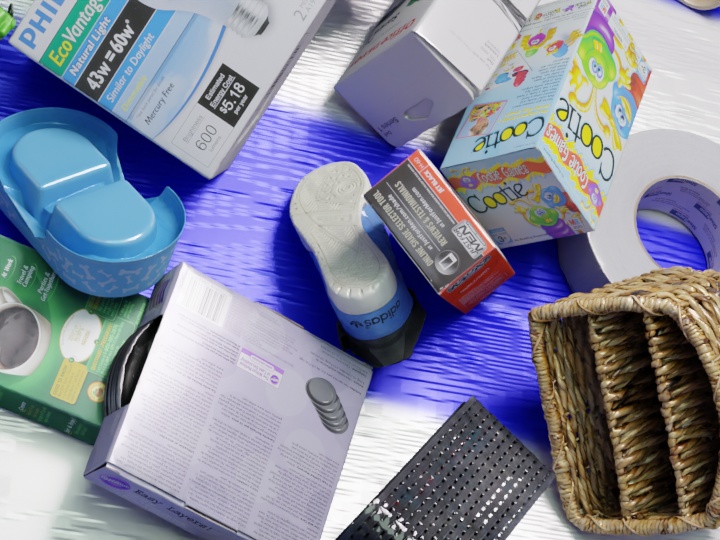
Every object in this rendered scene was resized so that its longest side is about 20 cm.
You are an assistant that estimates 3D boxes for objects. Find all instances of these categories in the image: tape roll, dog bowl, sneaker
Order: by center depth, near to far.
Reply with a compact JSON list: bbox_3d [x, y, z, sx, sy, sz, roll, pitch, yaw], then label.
[{"bbox_3d":[-0.220,-0.053,1.494,0.111,0.050,0.200,-23,51,-32],"label":"dog bowl"},{"bbox_3d":[-0.001,0.001,1.576,0.076,0.112,0.200,-22,37,-1],"label":"sneaker"},{"bbox_3d":[0.278,-0.023,1.681,0.199,0.066,0.202,7,64,-15],"label":"tape roll"}]

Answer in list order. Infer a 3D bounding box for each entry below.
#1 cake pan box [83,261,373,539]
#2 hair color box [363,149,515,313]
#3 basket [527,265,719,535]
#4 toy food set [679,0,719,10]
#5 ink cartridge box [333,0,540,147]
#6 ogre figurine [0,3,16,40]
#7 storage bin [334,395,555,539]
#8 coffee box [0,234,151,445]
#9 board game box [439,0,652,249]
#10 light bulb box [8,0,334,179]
[{"bbox_3d":[-0.101,0.116,1.465,0.199,0.052,0.185,29,56,-22],"label":"cake pan box"},{"bbox_3d":[0.067,-0.028,1.534,0.061,0.200,0.102,-38,81,4],"label":"hair color box"},{"bbox_3d":[0.243,0.111,1.523,0.148,0.143,0.201,-15,102,-25],"label":"basket"},{"bbox_3d":[0.298,-0.360,1.854,0.199,0.060,0.144,32,60,-3],"label":"toy food set"},{"bbox_3d":[0.082,-0.222,1.656,0.084,0.146,0.200,41,58,-13],"label":"ink cartridge box"},{"bbox_3d":[-0.376,-0.225,1.521,0.199,0.120,0.099,17,57,-12],"label":"ogre figurine"},{"bbox_3d":[0.045,0.200,1.422,0.094,0.135,0.200,43,37,4],"label":"storage bin"},{"bbox_3d":[-0.260,0.048,1.473,0.199,0.044,0.124,22,60,-9],"label":"coffee box"},{"bbox_3d":[0.165,-0.132,1.641,0.103,0.104,0.201,51,47,-31],"label":"board game box"},{"bbox_3d":[-0.145,-0.213,1.542,0.199,0.125,0.199,33,97,-1],"label":"light bulb box"}]
